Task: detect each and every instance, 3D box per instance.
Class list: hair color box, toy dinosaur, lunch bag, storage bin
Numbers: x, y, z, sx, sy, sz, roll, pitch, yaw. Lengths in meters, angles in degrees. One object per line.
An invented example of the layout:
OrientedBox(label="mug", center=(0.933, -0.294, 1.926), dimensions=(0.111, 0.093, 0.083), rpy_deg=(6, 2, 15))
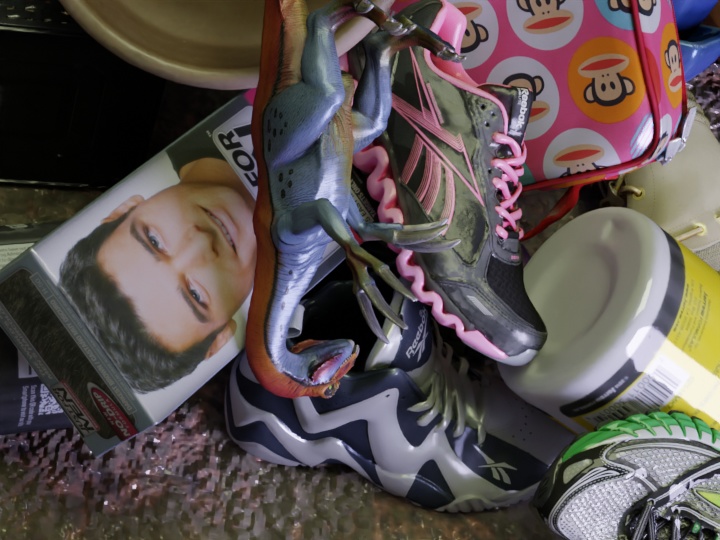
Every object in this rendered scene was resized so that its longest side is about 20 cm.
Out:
OrientedBox(label="hair color box", center=(-0.081, -0.009, 0.957), dimensions=(0.099, 0.060, 0.200), rpy_deg=(54, 48, -7))
OrientedBox(label="toy dinosaur", center=(-0.021, -0.039, 0.927), dimensions=(0.200, 0.182, 0.105), rpy_deg=(38, 12, 26))
OrientedBox(label="lunch bag", center=(0.075, -0.103, 1.060), dimensions=(0.082, 0.199, 0.178), rpy_deg=(-28, 107, -62))
OrientedBox(label="storage bin", center=(-0.211, -0.124, 1.064), dimensions=(0.198, 0.136, 0.094), rpy_deg=(2, 56, -16))

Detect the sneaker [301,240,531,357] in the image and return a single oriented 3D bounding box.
OrientedBox(label="sneaker", center=(0.000, 0.000, 1.103), dimensions=(0.198, 0.076, 0.088), rpy_deg=(9, 25, -2))

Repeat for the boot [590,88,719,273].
OrientedBox(label="boot", center=(0.156, -0.032, 1.156), dimensions=(0.199, 0.073, 0.156), rpy_deg=(-17, 64, -28))

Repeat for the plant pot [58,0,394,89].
OrientedBox(label="plant pot", center=(-0.059, -0.212, 1.005), dimensions=(0.199, 0.201, 0.175), rpy_deg=(20, 22, -3))

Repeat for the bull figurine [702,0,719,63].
OrientedBox(label="bull figurine", center=(0.279, -0.118, 1.237), dimensions=(0.121, 0.065, 0.201), rpy_deg=(11, 39, -24))

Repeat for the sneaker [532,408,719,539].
OrientedBox(label="sneaker", center=(0.179, 0.129, 0.961), dimensions=(0.199, 0.078, 0.085), rpy_deg=(15, 34, -16))

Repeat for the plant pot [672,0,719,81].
OrientedBox(label="plant pot", center=(0.139, -0.210, 1.159), dimensions=(0.198, 0.181, 0.200), rpy_deg=(13, 14, 14))

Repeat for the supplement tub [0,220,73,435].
OrientedBox(label="supplement tub", center=(-0.177, 0.030, 0.991), dimensions=(0.198, 0.107, 0.108), rpy_deg=(-5, 59, -21))

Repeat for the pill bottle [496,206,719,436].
OrientedBox(label="pill bottle", center=(0.177, 0.063, 1.036), dimensions=(0.199, 0.114, 0.115), rpy_deg=(35, 48, -28))

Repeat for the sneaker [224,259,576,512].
OrientedBox(label="sneaker", center=(0.035, 0.057, 1.023), dimensions=(0.198, 0.130, 0.080), rpy_deg=(16, 55, -6))

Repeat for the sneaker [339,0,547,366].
OrientedBox(label="sneaker", center=(0.053, -0.051, 0.989), dimensions=(0.201, 0.095, 0.079), rpy_deg=(64, 18, 15))
